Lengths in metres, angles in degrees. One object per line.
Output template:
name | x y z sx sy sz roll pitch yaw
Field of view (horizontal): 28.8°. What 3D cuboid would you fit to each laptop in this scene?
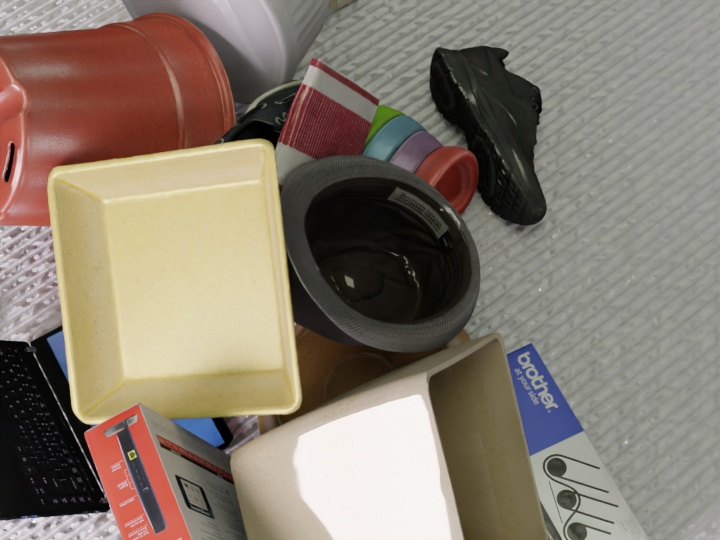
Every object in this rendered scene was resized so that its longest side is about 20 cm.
laptop | -0.234 0.101 1.162 0.103 0.200 0.178 -43 64 21

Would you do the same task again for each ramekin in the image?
ramekin | -0.115 -0.251 1.228 0.202 0.203 0.094 34 62 16

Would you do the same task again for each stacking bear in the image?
stacking bear | -0.007 -0.105 1.275 0.199 0.114 0.122 30 66 19

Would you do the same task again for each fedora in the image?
fedora | 0.000 0.000 1.135 0.199 0.090 0.177 -16 72 -41

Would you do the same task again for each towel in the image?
towel | -0.049 -0.064 1.148 0.023 0.144 0.201 22 92 20

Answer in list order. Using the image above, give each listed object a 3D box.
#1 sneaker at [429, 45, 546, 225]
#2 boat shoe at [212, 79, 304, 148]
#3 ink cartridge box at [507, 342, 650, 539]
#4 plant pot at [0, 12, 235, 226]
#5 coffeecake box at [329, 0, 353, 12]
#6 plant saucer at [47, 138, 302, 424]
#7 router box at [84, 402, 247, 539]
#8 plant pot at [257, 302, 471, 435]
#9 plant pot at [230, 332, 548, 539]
sneaker | 0.137 -0.135 1.311 0.090 0.076 0.201 -14 66 -17
boat shoe | -0.080 -0.097 1.161 0.199 0.075 0.066 -31 26 -31
ink cartridge box | 0.149 0.167 1.166 0.094 0.044 0.200 -23 64 -13
plant pot | -0.243 -0.118 1.180 0.195 0.201 0.201 -9 56 -46
coffeecake box | -0.123 -0.302 1.390 0.199 0.073 0.154 -28 68 -14
plant saucer | -0.134 0.010 1.067 0.199 0.048 0.201 -5 92 24
router box | -0.116 0.209 1.052 0.049 0.200 0.180 -28 65 5
plant pot | 0.004 0.101 1.180 0.199 0.028 0.201 -8 60 13
plant pot | 0.019 0.171 1.039 0.176 0.200 0.201 -12 92 21
